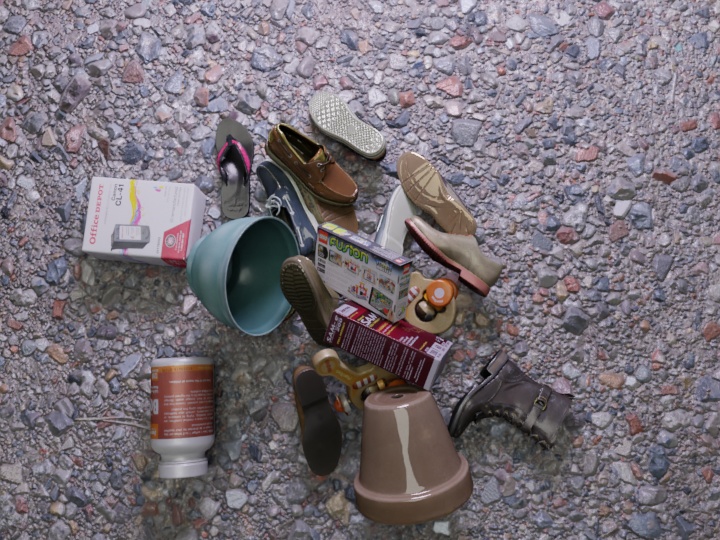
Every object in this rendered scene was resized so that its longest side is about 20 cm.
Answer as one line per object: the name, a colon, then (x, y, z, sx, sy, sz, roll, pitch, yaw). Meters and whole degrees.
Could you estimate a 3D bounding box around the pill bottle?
pill bottle: (-0.315, 0.258, 1.180, 0.110, 0.112, 0.203, -3, 80, 2)

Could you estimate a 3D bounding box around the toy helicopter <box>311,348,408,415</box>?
toy helicopter: (-0.016, 0.194, 1.157, 0.132, 0.199, 0.079, -44, 40, 13)

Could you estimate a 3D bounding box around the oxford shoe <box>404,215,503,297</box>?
oxford shoe: (0.168, -0.041, 1.204, 0.199, 0.070, 0.075, 40, 86, 1)

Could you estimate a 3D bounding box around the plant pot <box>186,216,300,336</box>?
plant pot: (-0.215, 0.002, 1.155, 0.133, 0.200, 0.203, 8, 80, 30)

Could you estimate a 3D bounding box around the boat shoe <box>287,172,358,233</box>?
boat shoe: (-0.076, -0.137, 1.266, 0.073, 0.063, 0.201, -30, 83, -29)

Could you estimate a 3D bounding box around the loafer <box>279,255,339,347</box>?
loafer: (-0.083, 0.048, 1.188, 0.075, 0.202, 0.068, 4, 41, 29)

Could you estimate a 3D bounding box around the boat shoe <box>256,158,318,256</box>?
boat shoe: (-0.144, -0.116, 1.250, 0.061, 0.075, 0.202, -29, 87, -33)

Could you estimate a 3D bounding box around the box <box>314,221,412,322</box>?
box: (0.000, 0.000, 1.171, 0.199, 0.035, 0.112, 27, 123, 35)

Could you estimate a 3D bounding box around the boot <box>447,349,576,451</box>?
boot: (0.267, 0.257, 1.177, 0.173, 0.069, 0.201, 38, 82, 8)

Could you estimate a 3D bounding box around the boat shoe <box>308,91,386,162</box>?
boat shoe: (-0.024, -0.272, 1.280, 0.199, 0.062, 0.075, 40, 89, 23)

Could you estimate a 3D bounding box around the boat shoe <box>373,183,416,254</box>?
boat shoe: (0.051, -0.078, 1.231, 0.061, 0.073, 0.202, -11, 51, 41)

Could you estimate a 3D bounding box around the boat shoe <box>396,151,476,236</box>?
boat shoe: (0.143, -0.137, 1.248, 0.072, 0.065, 0.200, -44, 84, 12)

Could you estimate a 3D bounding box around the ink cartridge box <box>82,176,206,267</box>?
ink cartridge box: (-0.404, -0.090, 1.254, 0.197, 0.086, 0.150, 5, 81, 2)

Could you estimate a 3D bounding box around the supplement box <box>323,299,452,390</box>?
supplement box: (0.049, 0.122, 1.140, 0.198, 0.109, 0.062, 23, 106, 14)

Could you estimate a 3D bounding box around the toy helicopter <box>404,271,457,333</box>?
toy helicopter: (0.076, 0.064, 1.220, 0.197, 0.079, 0.134, 16, 96, 15)

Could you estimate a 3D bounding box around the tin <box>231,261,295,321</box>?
tin: (-0.183, 0.004, 1.254, 0.111, 0.042, 0.202, -24, 81, 3)

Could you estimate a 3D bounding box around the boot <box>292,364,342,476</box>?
boot: (-0.082, 0.266, 1.199, 0.073, 0.075, 0.203, -13, 98, -18)

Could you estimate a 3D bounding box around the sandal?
sandal: (-0.243, -0.200, 1.284, 0.074, 0.045, 0.203, -5, 81, 2)

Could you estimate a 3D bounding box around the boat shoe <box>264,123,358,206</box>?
boat shoe: (-0.083, -0.189, 1.207, 0.199, 0.068, 0.072, 31, 58, -9)

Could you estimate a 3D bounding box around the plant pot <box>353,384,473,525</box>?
plant pot: (0.077, 0.288, 1.095, 0.197, 0.200, 0.177, -9, 97, 1)
